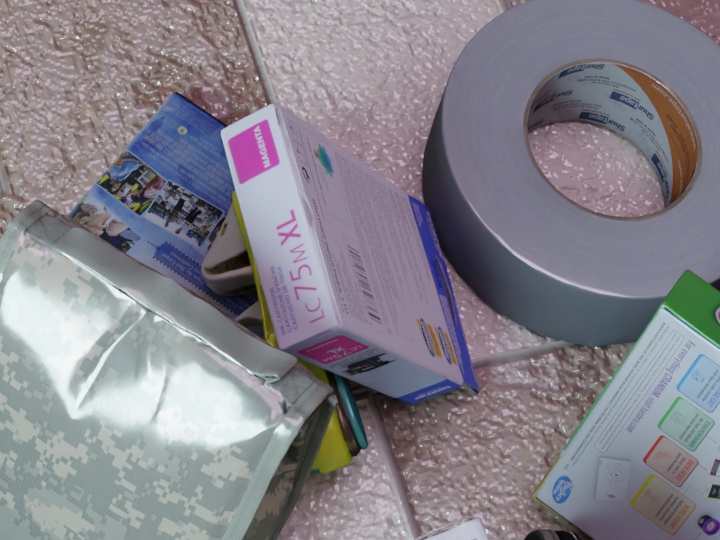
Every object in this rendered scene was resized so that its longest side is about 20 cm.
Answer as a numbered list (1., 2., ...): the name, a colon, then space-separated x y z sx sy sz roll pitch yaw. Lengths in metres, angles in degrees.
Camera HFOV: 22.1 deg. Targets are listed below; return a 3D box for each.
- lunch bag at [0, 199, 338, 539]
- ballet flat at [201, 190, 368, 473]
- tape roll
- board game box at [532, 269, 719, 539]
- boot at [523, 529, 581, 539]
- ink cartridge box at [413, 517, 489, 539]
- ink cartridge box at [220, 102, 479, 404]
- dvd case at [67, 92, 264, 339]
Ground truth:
1. lunch bag: -0.108 0.075 0.864 0.163 0.201 0.118 32 40 8
2. ballet flat: -0.049 0.014 0.977 0.066 0.067 0.202 -16 67 6
3. tape roll: 0.137 -0.060 1.065 0.198 0.066 0.202 4 63 -8
4. board game box: 0.205 0.117 0.935 0.199 0.154 0.040 36 39 9
5. boot: 0.167 0.220 0.924 0.152 0.074 0.206 -9 69 -18
6. ink cartridge box: 0.064 0.236 0.822 0.047 0.198 0.202 -16 66 -14
7. ink cartridge box: 0.000 0.000 0.957 0.042 0.200 0.121 -23 69 20
8. dvd case: -0.102 0.009 1.012 0.142 0.018 0.201 33 61 7
